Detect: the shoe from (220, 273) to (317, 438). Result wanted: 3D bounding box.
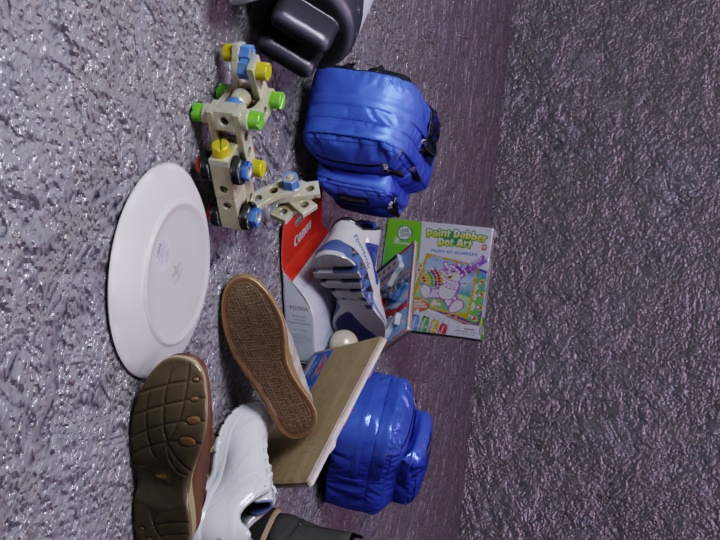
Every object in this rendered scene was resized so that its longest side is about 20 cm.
[{"bbox_3d":[-0.106,0.095,1.103,0.053,0.069,0.203,-132,-159,-73],"label":"shoe"}]

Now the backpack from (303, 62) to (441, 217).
[{"bbox_3d":[0.015,-0.169,1.273,0.200,0.160,0.171,50,47,-71],"label":"backpack"}]

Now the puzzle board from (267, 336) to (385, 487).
[{"bbox_3d":[-0.054,0.173,1.171,0.017,0.150,0.201,42,58,-20],"label":"puzzle board"}]

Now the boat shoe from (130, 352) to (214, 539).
[{"bbox_3d":[-0.173,0.167,0.923,0.068,0.071,0.203,-56,155,-70],"label":"boat shoe"}]

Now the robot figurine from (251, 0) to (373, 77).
[{"bbox_3d":[-0.046,-0.306,1.088,0.125,0.148,0.202,60,36,-39],"label":"robot figurine"}]

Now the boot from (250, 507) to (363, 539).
[{"bbox_3d":[-0.086,0.396,1.197,0.078,0.136,0.202,72,29,-57],"label":"boot"}]

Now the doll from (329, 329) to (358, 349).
[{"bbox_3d":[-0.047,0.172,1.353,0.136,0.048,0.203,-45,152,-68],"label":"doll"}]

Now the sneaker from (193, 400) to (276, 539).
[{"bbox_3d":[-0.127,0.230,1.078,0.201,0.086,0.075,-71,158,-44],"label":"sneaker"}]

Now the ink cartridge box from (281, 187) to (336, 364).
[{"bbox_3d":[-0.057,-0.001,1.319,0.160,0.047,0.203,-57,151,-59],"label":"ink cartridge box"}]

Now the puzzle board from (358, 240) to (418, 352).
[{"bbox_3d":[0.018,0.063,1.429,0.200,0.017,0.153,-40,-145,46],"label":"puzzle board"}]

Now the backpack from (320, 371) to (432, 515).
[{"bbox_3d":[0.027,0.251,1.498,0.164,0.165,0.202,-77,172,-47],"label":"backpack"}]

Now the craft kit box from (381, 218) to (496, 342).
[{"bbox_3d":[0.134,0.015,1.751,0.048,0.197,0.201,36,61,-71],"label":"craft kit box"}]

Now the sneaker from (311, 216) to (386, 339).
[{"bbox_3d":[0.000,-0.001,1.310,0.201,0.079,0.116,71,30,-49],"label":"sneaker"}]

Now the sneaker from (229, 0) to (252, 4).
[{"bbox_3d":[-0.102,-0.342,0.981,0.088,0.073,0.202,62,29,-43],"label":"sneaker"}]

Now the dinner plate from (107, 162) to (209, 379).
[{"bbox_3d":[-0.178,0.001,0.917,0.200,0.024,0.204,5,90,-75],"label":"dinner plate"}]

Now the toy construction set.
[{"bbox_3d":[-0.113,-0.119,1.006,0.132,0.091,0.201,-70,149,-41],"label":"toy construction set"}]
